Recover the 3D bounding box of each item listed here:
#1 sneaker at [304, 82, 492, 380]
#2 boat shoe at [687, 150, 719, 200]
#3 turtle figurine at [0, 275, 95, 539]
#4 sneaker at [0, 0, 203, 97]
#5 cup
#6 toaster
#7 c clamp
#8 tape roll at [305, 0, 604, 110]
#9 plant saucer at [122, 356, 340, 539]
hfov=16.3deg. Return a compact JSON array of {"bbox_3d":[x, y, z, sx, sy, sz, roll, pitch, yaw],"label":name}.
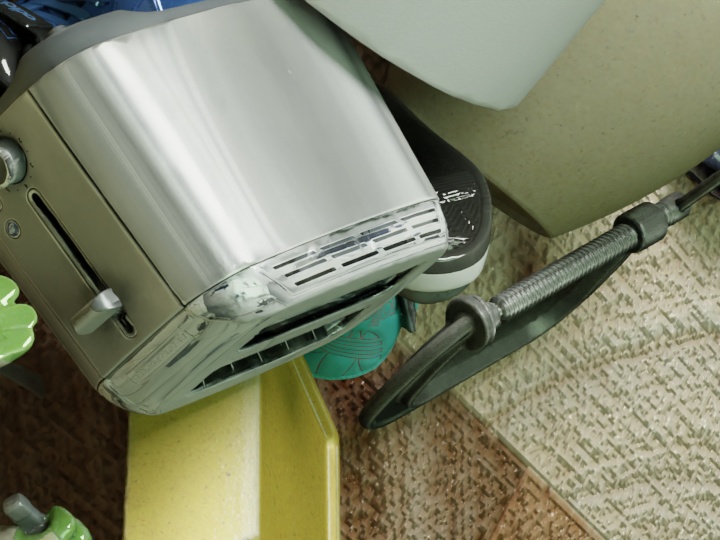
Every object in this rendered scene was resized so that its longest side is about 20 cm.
[{"bbox_3d":[0.000,0.000,1.125,0.083,0.200,0.121,-3,115,-16],"label":"sneaker"},{"bbox_3d":[0.249,-0.064,1.435,0.200,0.075,0.093,30,83,-35],"label":"boat shoe"},{"bbox_3d":[-0.155,0.050,0.984,0.199,0.194,0.144,4,50,-13],"label":"turtle figurine"},{"bbox_3d":[-0.121,-0.104,1.048,0.111,0.077,0.201,26,85,-53],"label":"sneaker"},{"bbox_3d":[0.093,-0.102,1.199,0.143,0.200,0.200,-53,131,-3],"label":"cup"},{"bbox_3d":[-0.054,-0.031,0.972,0.200,0.114,0.129,-21,76,-51],"label":"toaster"},{"bbox_3d":[0.087,0.010,1.239,0.200,0.171,0.027,-30,80,-33],"label":"c clamp"},{"bbox_3d":[0.010,-0.156,1.039,0.202,0.203,0.071,22,114,-44],"label":"tape roll"},{"bbox_3d":[-0.047,0.095,1.071,0.200,0.048,0.201,68,17,-51],"label":"plant saucer"}]
